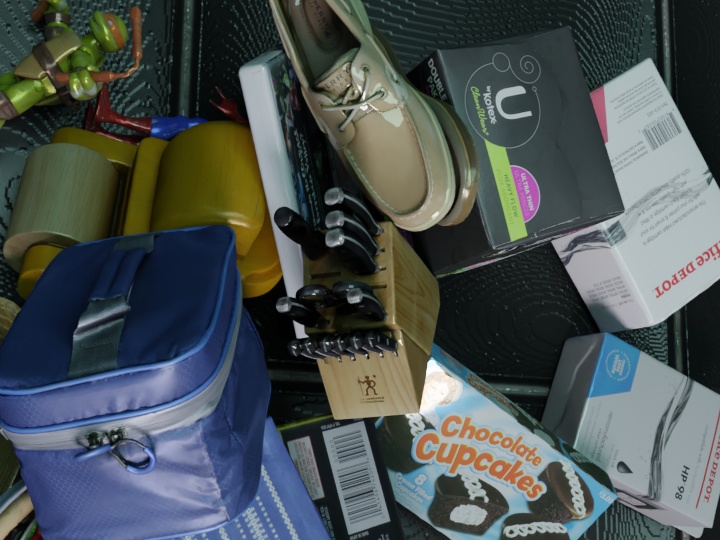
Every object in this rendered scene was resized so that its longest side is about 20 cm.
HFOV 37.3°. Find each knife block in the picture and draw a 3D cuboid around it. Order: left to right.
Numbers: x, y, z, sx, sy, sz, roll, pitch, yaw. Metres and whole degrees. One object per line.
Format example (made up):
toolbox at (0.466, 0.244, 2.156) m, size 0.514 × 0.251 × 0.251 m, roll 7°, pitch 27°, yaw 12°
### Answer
knife block at (0.000, 0.000, 0.715) m, size 0.063 × 0.201 × 0.178 m, roll -5°, pitch 119°, yaw 14°

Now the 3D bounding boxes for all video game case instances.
video game case at (-0.047, 0.206, 0.704) m, size 0.178 × 0.025 × 0.204 m, roll -10°, pitch 79°, yaw -31°
video game case at (-0.033, -0.067, 0.784) m, size 0.023 × 0.182 × 0.204 m, roll -6°, pitch 109°, yaw 14°

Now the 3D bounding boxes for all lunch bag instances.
lunch bag at (-0.132, 0.058, 0.624) m, size 0.133 × 0.201 × 0.135 m, roll -11°, pitch 115°, yaw 3°

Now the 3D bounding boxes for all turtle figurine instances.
turtle figurine at (-0.230, -0.146, 0.768) m, size 0.160 × 0.201 × 0.065 m, roll -31°, pitch 134°, yaw -6°

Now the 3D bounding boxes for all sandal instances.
sandal at (0.019, -0.103, 0.759) m, size 0.053 × 0.081 × 0.201 m, roll -15°, pitch 53°, yaw -26°

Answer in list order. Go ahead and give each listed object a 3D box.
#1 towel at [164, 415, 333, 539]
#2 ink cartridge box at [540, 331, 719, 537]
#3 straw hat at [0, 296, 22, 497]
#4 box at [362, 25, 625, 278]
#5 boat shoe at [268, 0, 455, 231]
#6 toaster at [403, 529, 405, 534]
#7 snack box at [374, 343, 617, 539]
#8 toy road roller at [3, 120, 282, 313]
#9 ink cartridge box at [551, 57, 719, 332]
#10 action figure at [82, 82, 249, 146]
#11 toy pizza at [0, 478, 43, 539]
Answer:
towel at (-0.101, 0.192, 0.648) m, size 0.198 × 0.024 × 0.147 m, roll -28°, pitch 91°, yaw -35°
ink cartridge box at (0.262, 0.151, 0.949) m, size 0.198 × 0.067 × 0.118 m, roll 27°, pitch 71°, yaw -17°
straw hat at (-0.263, 0.124, 0.708) m, size 0.085 × 0.198 × 0.204 m, roll 49°, pitch 58°, yaw -53°
box at (0.086, -0.081, 0.841) m, size 0.122 × 0.199 × 0.151 m, roll -15°, pitch 87°, yaw -25°
boat shoe at (-0.006, -0.116, 0.697) m, size 0.065 × 0.072 × 0.203 m, roll 4°, pitch 58°, yaw -63°
toaster at (-0.031, 0.252, 0.777) m, size 0.127 × 0.113 × 0.204 m, roll -7°, pitch 79°, yaw -26°
snack box at (0.095, 0.160, 0.857) m, size 0.199 × 0.037 × 0.117 m, roll 36°, pitch 106°, yaw -13°
toy road roller at (-0.140, -0.043, 0.753) m, size 0.196 × 0.146 × 0.125 m, roll 14°, pitch 55°, yaw -18°
ink cartridge box at (0.242, -0.065, 0.970) m, size 0.143 × 0.084 × 0.202 m, roll -30°, pitch 92°, yaw -25°
action figure at (-0.112, -0.100, 0.830) m, size 0.197 × 0.065 × 0.053 m, roll 16°, pitch 61°, yaw -24°
toy pizza at (-0.225, 0.215, 0.655) m, size 0.031 × 0.201 × 0.202 m, roll 26°, pitch 69°, yaw 7°
